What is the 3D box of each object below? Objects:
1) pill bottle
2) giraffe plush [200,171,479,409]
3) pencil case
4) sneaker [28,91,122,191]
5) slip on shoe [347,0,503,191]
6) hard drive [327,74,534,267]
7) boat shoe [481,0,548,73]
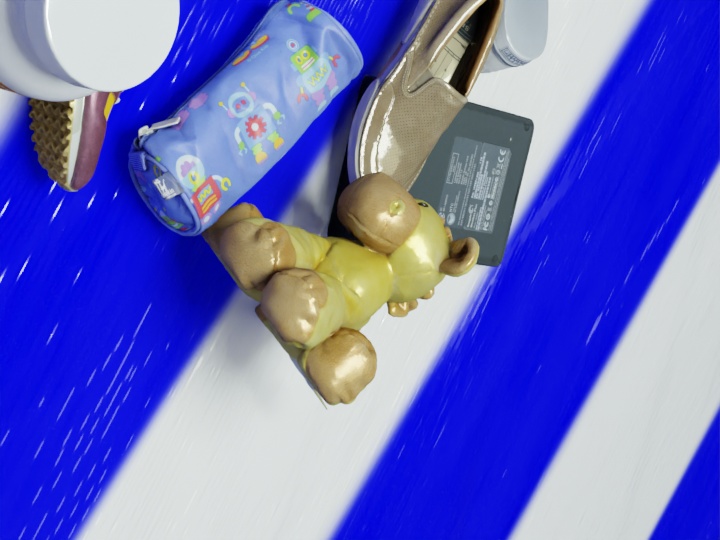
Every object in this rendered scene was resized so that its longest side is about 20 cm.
[{"bbox_3d":[-0.194,-0.159,0.766,0.111,0.199,0.113,-15,114,-39],"label":"pill bottle"},{"bbox_3d":[0.000,0.000,0.997,0.162,0.173,0.200,-37,147,-6],"label":"giraffe plush"},{"bbox_3d":[-0.087,-0.116,0.970,0.200,0.078,0.087,-48,124,-21],"label":"pencil case"},{"bbox_3d":[-0.164,-0.151,0.886,0.089,0.075,0.202,-1,106,-38],"label":"sneaker"},{"bbox_3d":[0.055,-0.141,1.061,0.076,0.060,0.201,33,81,-40],"label":"slip on shoe"},{"bbox_3d":[0.065,-0.082,1.157,0.199,0.033,0.141,7,99,-45],"label":"hard drive"},{"bbox_3d":[0.123,-0.263,1.129,0.073,0.065,0.202,27,64,-34],"label":"boat shoe"}]
